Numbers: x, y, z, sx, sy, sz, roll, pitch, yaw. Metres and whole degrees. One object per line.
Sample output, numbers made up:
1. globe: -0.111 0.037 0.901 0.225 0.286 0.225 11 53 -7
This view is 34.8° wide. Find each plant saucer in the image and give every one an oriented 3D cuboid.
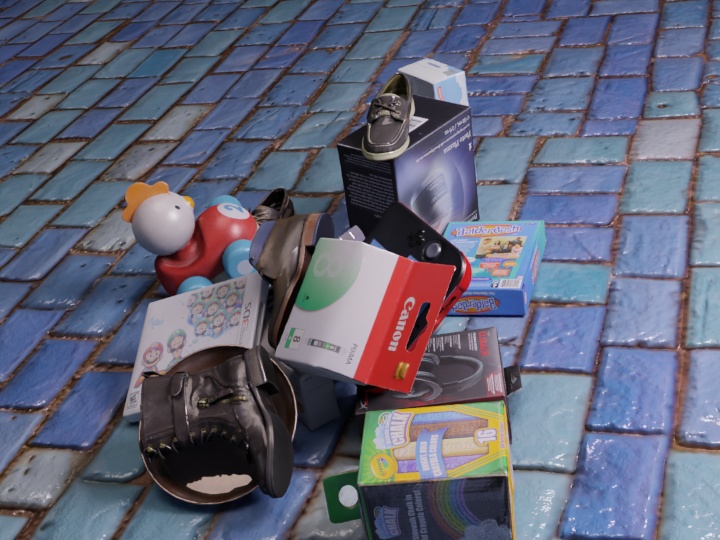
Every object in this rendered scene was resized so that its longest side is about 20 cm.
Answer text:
1. plant saucer: -0.169 0.187 1.382 0.196 0.032 0.203 -5 62 9

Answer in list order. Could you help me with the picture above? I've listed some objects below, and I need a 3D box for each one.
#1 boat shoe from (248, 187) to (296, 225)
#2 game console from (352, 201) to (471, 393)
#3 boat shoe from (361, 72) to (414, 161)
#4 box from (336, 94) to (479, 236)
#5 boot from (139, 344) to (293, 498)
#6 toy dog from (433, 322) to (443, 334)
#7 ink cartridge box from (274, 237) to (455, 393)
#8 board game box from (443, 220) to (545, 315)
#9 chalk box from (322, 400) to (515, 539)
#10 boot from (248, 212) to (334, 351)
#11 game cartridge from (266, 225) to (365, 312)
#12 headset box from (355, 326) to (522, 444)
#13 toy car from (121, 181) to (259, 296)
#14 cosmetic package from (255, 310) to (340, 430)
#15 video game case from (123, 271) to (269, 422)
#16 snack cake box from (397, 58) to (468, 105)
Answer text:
1. boat shoe: -0.165 -0.071 1.870 0.073 0.074 0.201 0 31 18
2. game console: 0.030 0.031 1.382 0.201 0.031 0.177 -52 47 4
3. boat shoe: 0.040 -0.226 1.668 0.070 0.067 0.202 0 32 13
4. box: 0.080 -0.134 1.767 0.122 0.201 0.199 19 40 37
5. boot: -0.174 0.190 1.336 0.172 0.069 0.203 -19 59 9
6. toy dog: 0.041 0.039 1.498 0.129 0.098 0.200 -1 -2 12
7. ink cartridge box: 0.001 0.049 1.347 0.198 0.050 0.163 5 69 47
8. board game box: 0.181 -0.006 1.666 0.149 0.046 0.201 0 31 20
9. chalk box: 0.061 0.229 1.211 0.196 0.126 0.124 -4 30 9
10. boot: -0.105 0.014 1.493 0.095 0.075 0.202 4 58 27
11. game cartridge: -0.084 0.009 1.643 0.129 0.039 0.199 -32 -1 -38
12. headset box: 0.097 0.147 1.392 0.196 0.078 0.150 -9 29 8
13. toy car: -0.266 -0.067 1.729 0.176 0.200 0.185 -37 34 5
14. cosmetic package: -0.101 0.123 1.498 0.050 0.084 0.199 -26 32 -22
15. video game case: -0.216 0.100 1.521 0.197 0.024 0.184 -16 49 26
16. snack cake box: 0.131 -0.244 1.941 0.066 0.203 0.115 -23 31 -23
